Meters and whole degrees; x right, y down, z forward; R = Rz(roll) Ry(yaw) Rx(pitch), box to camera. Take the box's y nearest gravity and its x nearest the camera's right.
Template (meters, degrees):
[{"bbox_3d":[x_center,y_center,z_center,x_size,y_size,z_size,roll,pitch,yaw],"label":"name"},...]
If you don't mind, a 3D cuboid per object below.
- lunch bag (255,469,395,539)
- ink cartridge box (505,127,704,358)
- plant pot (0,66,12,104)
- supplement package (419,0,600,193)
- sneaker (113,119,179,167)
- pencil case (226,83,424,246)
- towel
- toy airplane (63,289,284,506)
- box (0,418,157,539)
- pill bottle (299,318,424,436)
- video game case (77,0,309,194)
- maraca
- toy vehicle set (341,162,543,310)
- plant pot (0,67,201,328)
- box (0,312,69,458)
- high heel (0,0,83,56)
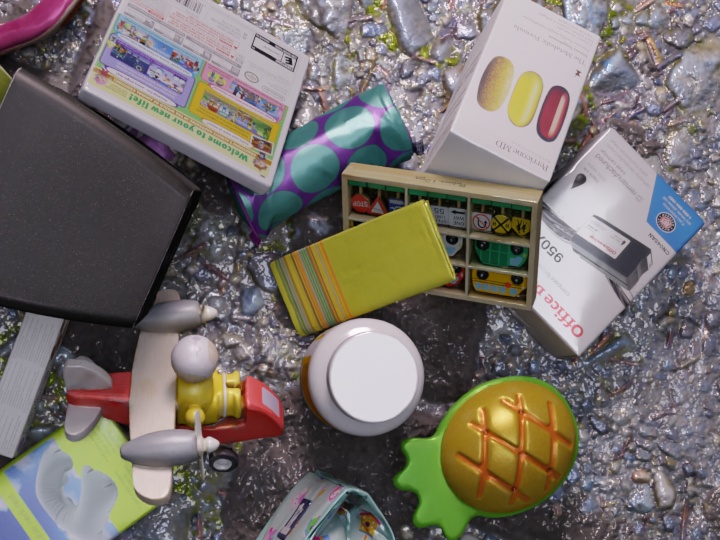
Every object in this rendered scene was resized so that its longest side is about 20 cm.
[{"bbox_3d":[-0.036,0.298,1.146,0.121,0.170,0.201,4,84,-14],"label":"lunch bag"},{"bbox_3d":[0.236,-0.026,1.252,0.145,0.084,0.200,45,83,0],"label":"ink cartridge box"},{"bbox_3d":[-0.436,-0.135,1.073,0.187,0.187,0.200,38,77,-2],"label":"plant pot"},{"bbox_3d":[0.150,-0.161,1.208,0.113,0.110,0.201,25,59,-4],"label":"supplement package"},{"bbox_3d":[-0.198,-0.121,1.217,0.200,0.073,0.114,-40,89,2],"label":"sneaker"},{"bbox_3d":[-0.040,-0.110,1.226,0.199,0.085,0.093,-28,133,-8],"label":"pencil case"},{"bbox_3d":[0.000,0.000,1.194,0.199,0.018,0.086,-21,92,33],"label":"towel"},{"bbox_3d":[-0.187,0.110,1.138,0.200,0.141,0.199,45,40,16],"label":"toy airplane"},{"bbox_3d":[-0.306,0.236,1.182,0.200,0.048,0.122,-36,91,-9],"label":"box"},{"bbox_3d":[0.001,0.104,1.153,0.110,0.200,0.112,1,85,-7],"label":"pill bottle"},{"bbox_3d":[-0.157,-0.190,1.165,0.199,0.022,0.183,27,52,-19],"label":"video game case"},{"bbox_3d":[0.130,0.189,1.208,0.199,0.107,0.138,-28,90,-8],"label":"maraca"},{"bbox_3d":[0.079,-0.034,1.180,0.199,0.027,0.125,9,124,18],"label":"toy vehicle set"},{"bbox_3d":[-0.255,-0.047,1.093,0.177,0.200,0.201,25,91,-5],"label":"plant pot"},{"bbox_3d":[-0.330,0.087,1.196,0.041,0.039,0.201,18,83,-3],"label":"box"},{"bbox_3d":[-0.357,-0.264,1.212,0.096,0.067,0.200,42,95,-12],"label":"high heel"}]
